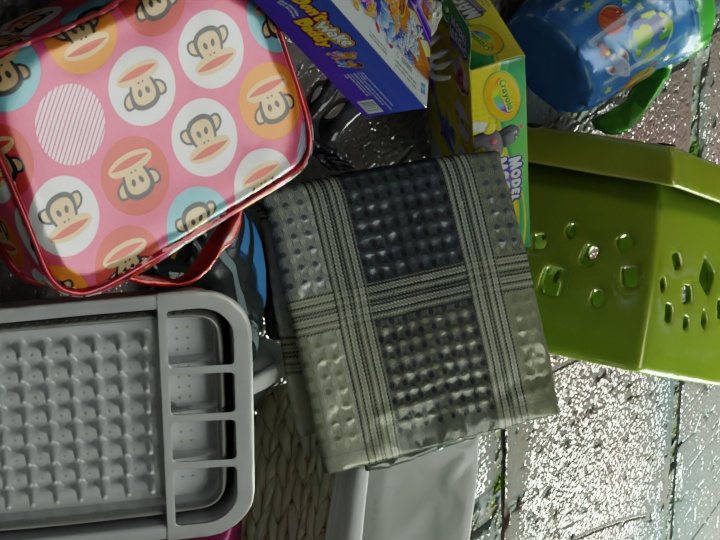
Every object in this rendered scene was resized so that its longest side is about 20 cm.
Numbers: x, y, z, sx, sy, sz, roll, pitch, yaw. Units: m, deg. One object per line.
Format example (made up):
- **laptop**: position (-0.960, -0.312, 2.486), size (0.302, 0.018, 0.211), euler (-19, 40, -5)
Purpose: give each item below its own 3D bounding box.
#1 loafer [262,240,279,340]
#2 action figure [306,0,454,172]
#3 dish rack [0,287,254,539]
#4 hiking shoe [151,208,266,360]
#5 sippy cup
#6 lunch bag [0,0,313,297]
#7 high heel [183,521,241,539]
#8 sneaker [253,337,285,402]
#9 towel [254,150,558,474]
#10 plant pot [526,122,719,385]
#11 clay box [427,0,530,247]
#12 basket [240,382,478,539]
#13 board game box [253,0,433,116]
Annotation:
- **loafer**: position (0.000, 0.000, 1.356), size (0.199, 0.073, 0.073), euler (-10, 124, -42)
- **action figure**: position (0.015, -0.165, 1.255), size (0.201, 0.101, 0.119), euler (-67, 160, -4)
- **dish rack**: position (-0.165, 0.085, 1.101), size (0.198, 0.044, 0.173), euler (-5, 119, -11)
- **hiking shoe**: position (-0.109, -0.034, 1.194), size (0.087, 0.074, 0.201), euler (-71, 155, -59)
- **sippy cup**: position (0.191, -0.197, 1.475), size (0.130, 0.139, 0.178), euler (-38, 98, -23)
- **lunch bag**: position (-0.125, -0.077, 1.059), size (0.199, 0.082, 0.177), euler (-30, 110, -26)
- **high heel**: position (-0.154, 0.232, 1.253), size (0.201, 0.067, 0.096), euler (-53, 155, -2)
- **sneaker**: position (-0.127, 0.116, 1.233), size (0.199, 0.070, 0.100), euler (-27, 130, -38)
- **towel**: position (0.032, 0.028, 1.265), size (0.191, 0.034, 0.202), euler (-11, 87, -25)
- **plant pot**: position (0.205, -0.015, 1.528), size (0.199, 0.198, 0.183), euler (10, 92, -55)
- **clay box**: position (0.084, -0.122, 1.348), size (0.047, 0.115, 0.201), euler (-14, 132, -10)
- **basket**: position (-0.007, 0.181, 1.321), size (0.135, 0.123, 0.202), euler (33, 56, -44)
- **board game box**: position (-0.015, -0.196, 1.089), size (0.200, 0.044, 0.136), euler (40, 49, -56)
